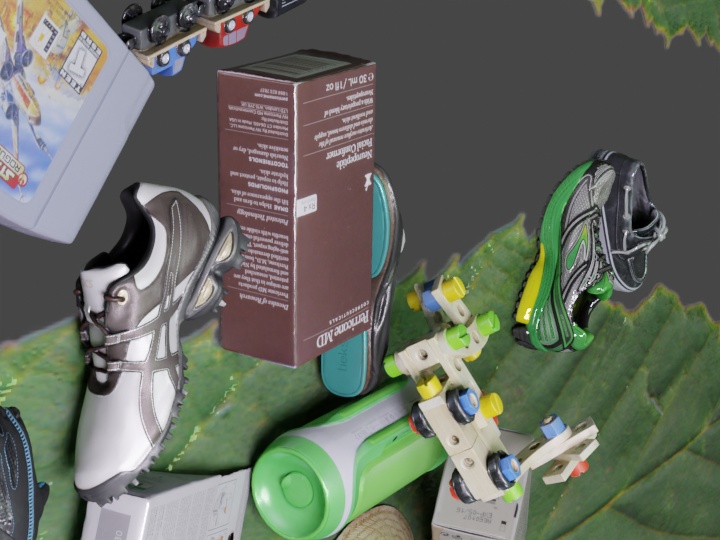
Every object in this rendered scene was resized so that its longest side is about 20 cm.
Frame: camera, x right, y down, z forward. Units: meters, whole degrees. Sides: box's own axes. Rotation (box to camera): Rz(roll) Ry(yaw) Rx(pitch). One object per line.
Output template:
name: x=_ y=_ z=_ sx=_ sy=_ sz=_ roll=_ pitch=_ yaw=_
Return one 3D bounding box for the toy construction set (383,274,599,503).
toy construction set: x=0.096 y=0.104 z=1.125 sx=0.200 sy=0.092 sz=0.131 roll=46 pitch=30 yaw=-5

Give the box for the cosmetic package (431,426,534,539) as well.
cosmetic package: x=0.108 y=0.226 z=1.270 sx=0.201 sy=0.072 sz=0.104 roll=85 pitch=19 yaw=-57

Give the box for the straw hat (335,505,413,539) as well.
straw hat: x=0.030 y=0.311 z=1.228 sx=0.200 sy=0.084 sz=0.203 roll=-25 pitch=121 yaw=-51

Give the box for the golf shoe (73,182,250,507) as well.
golf shoe: x=-0.148 y=0.040 z=0.883 sx=0.094 sy=0.077 sz=0.202 roll=31 pitch=72 yaw=-39

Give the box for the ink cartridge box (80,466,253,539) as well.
ink cartridge box: x=-0.139 y=0.217 z=0.987 sx=0.200 sy=0.050 sz=0.163 roll=3 pitch=98 yaw=-76

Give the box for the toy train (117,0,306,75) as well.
toy train: x=-0.090 y=-0.168 z=0.927 sx=0.200 sy=0.034 sz=0.046 roll=-37 pitch=143 yaw=-47

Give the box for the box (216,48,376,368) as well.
box: x=-0.044 y=-0.045 z=1.003 sx=0.100 sy=0.074 sz=0.202 roll=-26 pitch=123 yaw=-52

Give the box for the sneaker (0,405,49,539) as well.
sneaker: x=-0.227 y=0.093 z=0.780 sx=0.082 sy=0.072 sz=0.201 roll=-69 pitch=157 yaw=-44

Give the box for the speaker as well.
speaker: x=0.001 y=0.143 z=1.125 sx=0.199 sy=0.088 sz=0.089 roll=-21 pitch=118 yaw=-55

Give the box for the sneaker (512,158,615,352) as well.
sneaker: x=0.221 y=-0.012 z=1.420 sx=0.078 sy=0.085 sz=0.202 roll=24 pitch=79 yaw=-57

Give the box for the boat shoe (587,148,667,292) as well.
boat shoe: x=0.293 y=-0.048 z=1.535 sx=0.074 sy=0.068 sz=0.201 roll=-52 pitch=140 yaw=-34

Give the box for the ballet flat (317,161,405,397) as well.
ballet flat: x=0.000 y=0.000 z=1.103 sx=0.068 sy=0.067 sz=0.202 roll=-42 pitch=144 yaw=-56

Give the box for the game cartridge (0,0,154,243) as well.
game cartridge: x=-0.196 y=-0.104 z=0.778 sx=0.200 sy=0.041 sz=0.134 roll=50 pitch=55 yaw=-52
